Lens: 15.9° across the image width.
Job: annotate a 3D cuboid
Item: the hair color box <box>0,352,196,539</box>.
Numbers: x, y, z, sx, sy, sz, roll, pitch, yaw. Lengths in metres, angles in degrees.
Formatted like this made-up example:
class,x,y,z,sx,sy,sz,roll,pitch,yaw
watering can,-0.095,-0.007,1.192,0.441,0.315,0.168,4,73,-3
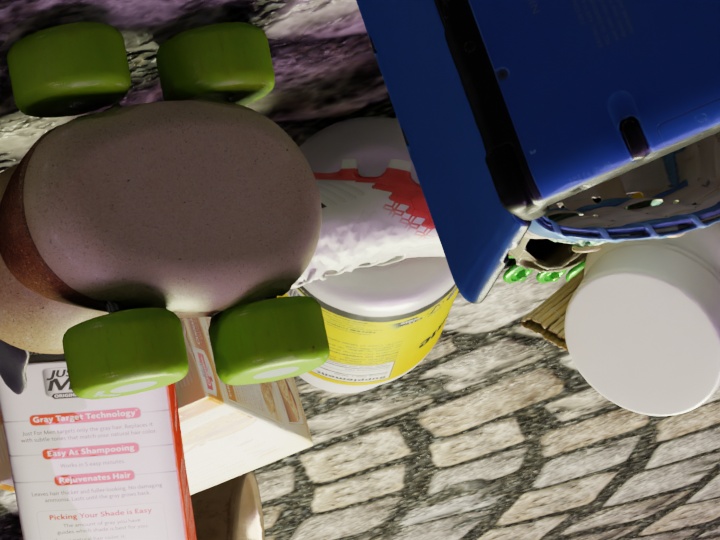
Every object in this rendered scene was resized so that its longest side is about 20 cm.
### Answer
class,x,y,z,sx,sy,sz,roll,pitch,yaw
hair color box,-0.155,0.115,1.528,0.101,0.061,0.200,-4,126,0

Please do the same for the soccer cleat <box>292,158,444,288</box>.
class,x,y,z,sx,sy,sz,roll,pitch,yaw
soccer cleat,-0.032,-0.017,1.310,0.199,0.085,0.069,11,164,-6

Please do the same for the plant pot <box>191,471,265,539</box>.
class,x,y,z,sx,sy,sz,roll,pitch,yaw
plant pot,-0.167,0.248,1.957,0.174,0.201,0.200,-1,163,3

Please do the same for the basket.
class,x,y,z,sx,sy,sz,roll,pitch,yaw
basket,0.142,-0.086,1.286,0.176,0.140,0.200,-11,171,-20

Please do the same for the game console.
class,x,y,z,sx,sy,sz,roll,pitch,yaw
game console,0.071,-0.114,1.034,0.170,0.200,0.118,-23,163,15

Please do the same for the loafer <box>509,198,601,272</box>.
class,x,y,z,sx,sy,sz,roll,pitch,yaw
loafer,0.110,-0.032,1.507,0.076,0.068,0.200,-44,158,5

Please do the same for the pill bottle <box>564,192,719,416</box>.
class,x,y,z,sx,sy,sz,roll,pitch,yaw
pill bottle,0.197,-0.008,1.484,0.114,0.114,0.200,-33,-169,39

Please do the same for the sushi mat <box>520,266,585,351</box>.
class,x,y,z,sx,sy,sz,roll,pitch,yaw
sushi mat,0.189,0.003,1.581,0.200,0.096,0.012,-38,142,-43

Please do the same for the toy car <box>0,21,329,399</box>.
class,x,y,z,sx,sy,sz,roll,pitch,yaw
toy car,-0.130,-0.010,1.237,0.157,0.165,0.200,-4,167,-38

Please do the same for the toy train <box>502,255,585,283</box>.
class,x,y,z,sx,sy,sz,roll,pitch,yaw
toy train,0.140,-0.020,1.656,0.200,0.042,0.056,1,144,-45

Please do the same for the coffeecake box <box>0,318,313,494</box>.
class,x,y,z,sx,sy,sz,roll,pitch,yaw
coffeecake box,-0.139,0.093,1.660,0.153,0.073,0.200,-22,162,13

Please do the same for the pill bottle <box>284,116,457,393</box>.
class,x,y,z,sx,sy,sz,roll,pitch,yaw
pill bottle,0.000,0.000,1.452,0.112,0.113,0.200,-15,163,-11
